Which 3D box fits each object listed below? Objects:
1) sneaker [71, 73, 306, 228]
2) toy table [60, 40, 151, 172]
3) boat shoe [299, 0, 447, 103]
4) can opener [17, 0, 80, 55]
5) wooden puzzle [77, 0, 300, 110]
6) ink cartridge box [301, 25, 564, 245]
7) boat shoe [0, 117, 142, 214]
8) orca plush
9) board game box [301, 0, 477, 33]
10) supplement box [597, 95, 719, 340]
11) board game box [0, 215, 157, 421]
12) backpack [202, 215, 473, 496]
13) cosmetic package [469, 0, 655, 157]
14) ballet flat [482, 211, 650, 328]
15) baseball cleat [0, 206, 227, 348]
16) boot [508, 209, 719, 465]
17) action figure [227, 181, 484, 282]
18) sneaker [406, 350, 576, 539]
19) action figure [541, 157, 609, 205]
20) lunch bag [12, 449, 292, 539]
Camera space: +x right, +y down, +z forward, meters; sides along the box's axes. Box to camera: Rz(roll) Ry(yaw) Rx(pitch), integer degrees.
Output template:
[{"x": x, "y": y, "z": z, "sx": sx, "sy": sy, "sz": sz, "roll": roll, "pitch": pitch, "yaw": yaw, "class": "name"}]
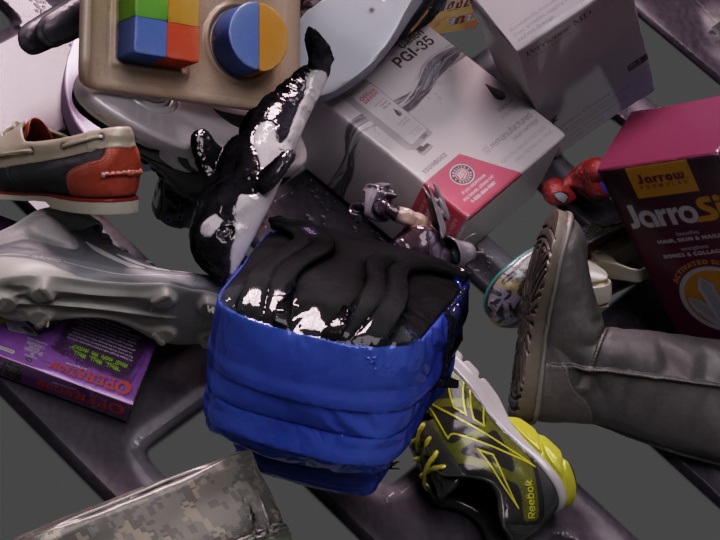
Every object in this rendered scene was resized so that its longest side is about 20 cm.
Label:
[{"x": -0.149, "y": -0.082, "z": 1.545, "sx": 0.200, "sy": 0.112, "sz": 0.073, "roll": 17, "pitch": 44, "yaw": -34, "class": "sneaker"}, {"x": -0.162, "y": -0.188, "z": 1.629, "sx": 0.184, "sy": 0.117, "sz": 0.200, "roll": 10, "pitch": 50, "yaw": -12, "class": "toy table"}, {"x": 0.014, "y": -0.198, "z": 1.626, "sx": 0.071, "sy": 0.091, "sz": 0.200, "roll": 38, "pitch": 78, "yaw": 15, "class": "boat shoe"}, {"x": -0.177, "y": -0.214, "z": 1.531, "sx": 0.200, "sy": 0.063, "sz": 0.079, "roll": -38, "pitch": 99, "yaw": -29, "class": "can opener"}, {"x": -0.116, "y": -0.217, "z": 1.501, "sx": 0.200, "sy": 0.046, "sz": 0.186, "roll": 6, "pitch": 81, "yaw": -38, "class": "wooden puzzle"}, {"x": 0.041, "y": -0.113, "z": 1.663, "sx": 0.200, "sy": 0.083, "sz": 0.146, "roll": 40, "pitch": 52, "yaw": 13, "class": "ink cartridge box"}, {"x": -0.233, "y": -0.081, "z": 1.491, "sx": 0.200, "sy": 0.063, "sz": 0.071, "roll": 9, "pitch": 14, "yaw": 44, "class": "boat shoe"}, {"x": -0.085, "y": -0.092, "z": 1.474, "sx": 0.071, "sy": 0.105, "sz": 0.200, "roll": 28, "pitch": 81, "yaw": -8, "class": "orca plush"}, {"x": 0.028, "y": -0.249, "z": 1.730, "sx": 0.200, "sy": 0.136, "sz": 0.035, "roll": -13, "pitch": 59, "yaw": -28, "class": "board game box"}, {"x": 0.283, "y": -0.031, "z": 1.598, "sx": 0.200, "sy": 0.110, "sz": 0.086, "roll": 60, "pitch": 44, "yaw": -26, "class": "supplement box"}, {"x": -0.244, "y": 0.025, "z": 1.492, "sx": 0.200, "sy": 0.032, "sz": 0.120, "roll": 21, "pitch": 47, "yaw": -3, "class": "board game box"}, {"x": -0.016, "y": 0.068, "z": 1.385, "sx": 0.162, "sy": 0.168, "sz": 0.200, "roll": 9, "pitch": 15, "yaw": 10, "class": "backpack"}, {"x": 0.168, "y": -0.190, "z": 1.674, "sx": 0.113, "sy": 0.200, "sz": 0.081, "roll": -35, "pitch": 65, "yaw": 1, "class": "cosmetic package"}, {"x": 0.188, "y": -0.002, "z": 1.631, "sx": 0.200, "sy": 0.072, "sz": 0.072, "roll": -26, "pitch": 65, "yaw": -34, "class": "ballet flat"}, {"x": -0.173, "y": -0.002, "z": 1.476, "sx": 0.200, "sy": 0.070, "sz": 0.107, "roll": 9, "pitch": 46, "yaw": -17, "class": "baseball cleat"}, {"x": 0.222, "y": 0.054, "z": 1.566, "sx": 0.200, "sy": 0.182, "sz": 0.073, "roll": 8, "pitch": 9, "yaw": -5, "class": "boot"}, {"x": 0.000, "y": 0.000, "z": 1.552, "sx": 0.200, "sy": 0.069, "sz": 0.130, "roll": -10, "pitch": 81, "yaw": -14, "class": "action figure"}, {"x": 0.066, "y": 0.122, "z": 1.494, "sx": 0.200, "sy": 0.075, "sz": 0.085, "roll": 38, "pitch": 51, "yaw": 11, "class": "sneaker"}, {"x": 0.249, "y": -0.079, "z": 1.718, "sx": 0.200, "sy": 0.065, "sz": 0.052, "roll": -6, "pitch": 84, "yaw": -11, "class": "action figure"}, {"x": -0.126, "y": 0.228, "z": 1.312, "sx": 0.200, "sy": 0.139, "sz": 0.168, "roll": -19, "pitch": 79, "yaw": -29, "class": "lunch bag"}]
